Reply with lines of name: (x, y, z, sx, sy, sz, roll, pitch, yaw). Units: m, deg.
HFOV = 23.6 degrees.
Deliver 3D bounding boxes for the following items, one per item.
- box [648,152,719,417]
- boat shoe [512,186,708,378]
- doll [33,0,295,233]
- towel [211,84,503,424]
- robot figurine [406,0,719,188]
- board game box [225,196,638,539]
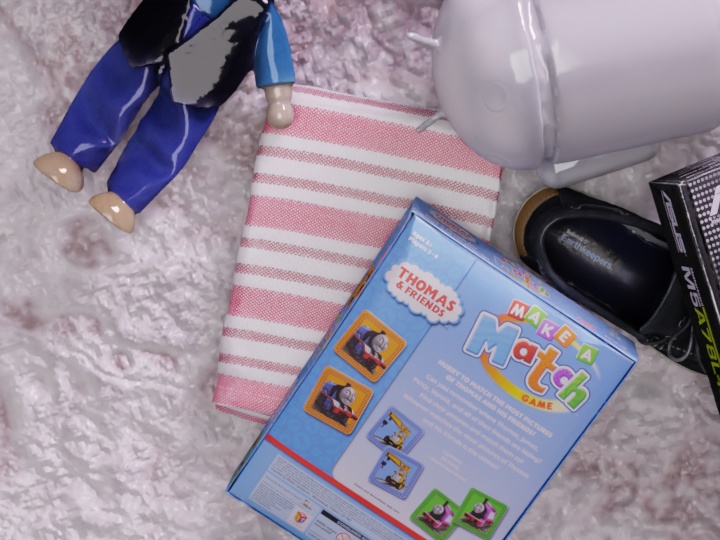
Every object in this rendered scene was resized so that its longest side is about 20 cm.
box: (0.277, 0.008, 0.948, 0.198, 0.047, 0.195, -20, 101, -13)
boat shoe: (0.178, 0.014, 0.975, 0.198, 0.062, 0.075, 27, 99, -3)
doll: (-0.095, -0.120, 0.973, 0.136, 0.048, 0.201, 35, 96, 8)
towel: (0.000, 0.000, 1.002, 0.144, 0.030, 0.203, 11, 98, 1)
robot figurine: (0.123, -0.118, 0.922, 0.197, 0.113, 0.171, -11, 126, -3)
board game box: (0.038, 0.083, 0.974, 0.150, 0.037, 0.201, 33, 108, -4)
